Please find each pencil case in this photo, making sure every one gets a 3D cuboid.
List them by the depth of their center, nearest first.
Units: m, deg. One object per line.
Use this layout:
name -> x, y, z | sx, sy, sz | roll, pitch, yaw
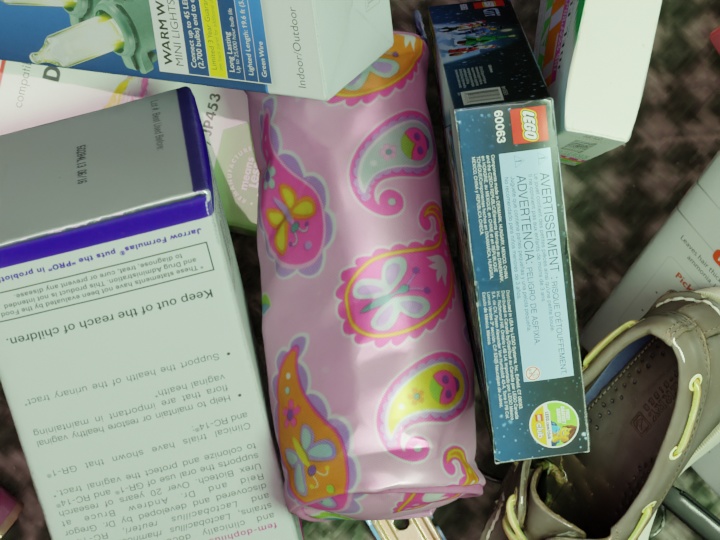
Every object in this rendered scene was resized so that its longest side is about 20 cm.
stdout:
pencil case -> 0.000, 0.000, 1.112 | 0.087, 0.087, 0.201 | -7, 79, -1

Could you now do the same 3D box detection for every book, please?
book -> 0.102, -0.113, 1.132 | 0.048, 0.200, 0.134 | 12, 89, -1

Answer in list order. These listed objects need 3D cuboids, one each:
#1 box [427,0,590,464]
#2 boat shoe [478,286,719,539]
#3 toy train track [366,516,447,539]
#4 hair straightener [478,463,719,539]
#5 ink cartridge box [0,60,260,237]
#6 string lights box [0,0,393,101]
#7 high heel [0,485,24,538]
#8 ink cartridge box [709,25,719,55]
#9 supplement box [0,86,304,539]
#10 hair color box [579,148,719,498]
box -> 0.057, -0.023, 1.097 | 0.038, 0.200, 0.137 | -8, 107, 1
boat shoe -> 0.091, 0.089, 1.128 | 0.072, 0.059, 0.200 | 50, 124, 24
toy train track -> 0.036, 0.142, 1.211 | 0.115, 0.033, 0.200 | -30, 89, -1
hair straightener -> 0.117, 0.096, 1.207 | 0.200, 0.041, 0.077 | 31, 89, -4
ink cartridge box -> -0.113, -0.090, 1.196 | 0.199, 0.067, 0.117 | 13, 89, -1
string lights box -> -0.091, -0.132, 1.073 | 0.200, 0.059, 0.103 | 8, 121, 28
high heel -> -0.242, 0.141, 1.187 | 0.096, 0.067, 0.200 | 43, 84, -10
ink cartridge box -> 0.247, -0.048, 1.159 | 0.083, 0.147, 0.200 | -33, 90, -10
supplement box -> -0.090, 0.043, 1.138 | 0.103, 0.101, 0.200 | -15, 119, 0
hair color box -> 0.173, 0.003, 1.125 | 0.061, 0.200, 0.102 | -34, 76, -32
